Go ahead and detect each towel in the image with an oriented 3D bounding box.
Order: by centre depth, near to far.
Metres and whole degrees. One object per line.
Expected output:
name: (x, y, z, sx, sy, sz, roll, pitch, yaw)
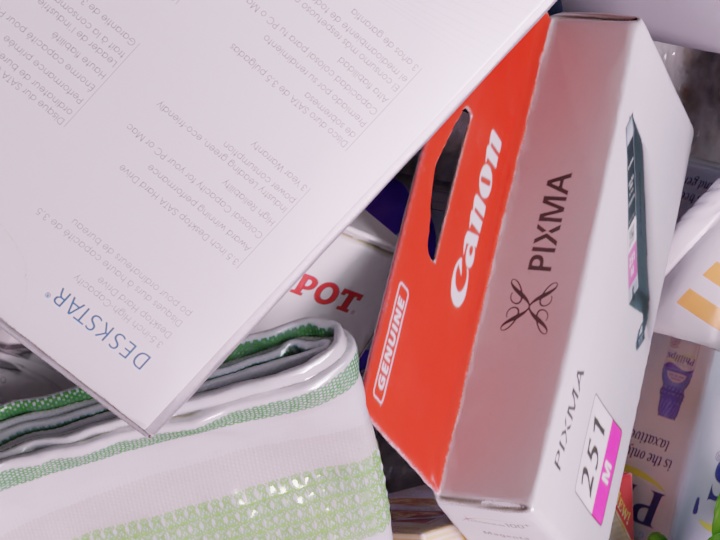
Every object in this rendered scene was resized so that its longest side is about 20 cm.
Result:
towel: (-0.058, 0.111, 0.942, 0.149, 0.031, 0.200, -15, 132, -5)

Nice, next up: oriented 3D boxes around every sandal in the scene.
sandal: (0.130, 0.023, 1.151, 0.207, 0.059, 0.079, -47, 172, 12)

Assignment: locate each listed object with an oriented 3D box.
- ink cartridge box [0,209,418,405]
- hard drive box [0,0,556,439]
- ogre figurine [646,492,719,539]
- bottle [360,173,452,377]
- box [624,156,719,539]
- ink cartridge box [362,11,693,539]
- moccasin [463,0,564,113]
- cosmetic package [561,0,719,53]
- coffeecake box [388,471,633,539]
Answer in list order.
ink cartridge box: (-0.097, 0.039, 0.969, 0.147, 0.083, 0.200, 22, 106, -43)
hard drive box: (-0.057, -0.078, 0.819, 0.156, 0.077, 0.200, 40, 98, -24)
ogre figurine: (0.165, 0.124, 1.145, 0.120, 0.098, 0.200, -51, 176, -15)
bottle: (0.000, 0.000, 1.116, 0.200, 0.065, 0.084, 9, 100, -47)
box: (0.172, 0.056, 1.282, 0.184, 0.105, 0.201, 9, 96, -46)
ink cartridge box: (0.066, -0.006, 1.025, 0.174, 0.043, 0.201, 53, 47, -59)
moccasin: (0.054, -0.097, 1.105, 0.200, 0.068, 0.081, 6, 105, -63)
cosmetic package: (0.155, -0.197, 1.117, 0.123, 0.199, 0.200, 39, 75, -44)
coffeecake box: (0.041, 0.166, 1.124, 0.200, 0.073, 0.154, -7, 95, -62)
